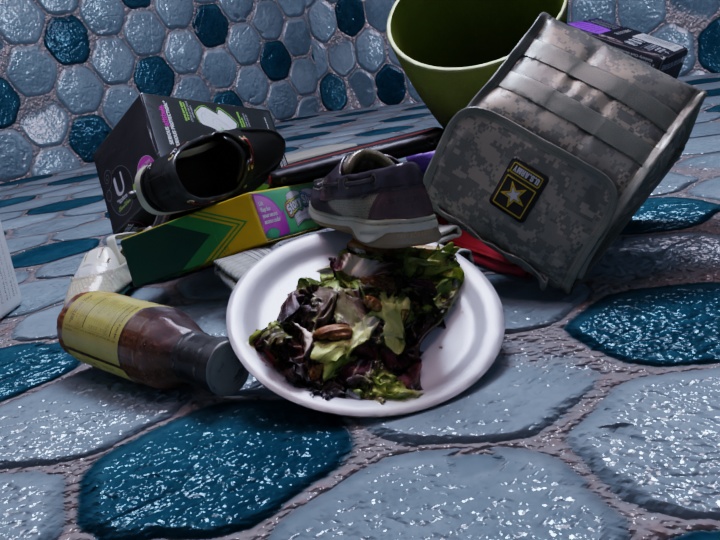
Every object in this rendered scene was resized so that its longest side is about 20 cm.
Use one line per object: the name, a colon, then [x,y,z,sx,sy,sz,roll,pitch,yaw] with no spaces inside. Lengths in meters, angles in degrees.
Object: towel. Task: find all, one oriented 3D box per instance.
towel: [-0.023,-0.013,0.732,0.192,0.035,0.200,-15,16,-21]

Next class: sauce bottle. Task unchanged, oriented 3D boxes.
sauce bottle: [-0.162,0.058,0.630,0.200,0.066,0.066,11,24,41]

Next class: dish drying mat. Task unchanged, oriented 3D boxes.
dish drying mat: [0.134,-0.042,0.833,0.077,0.018,0.200,-52,24,-6]

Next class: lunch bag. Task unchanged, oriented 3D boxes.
lunch bag: [0.168,-0.096,0.708,0.164,0.118,0.200,35,78,20]

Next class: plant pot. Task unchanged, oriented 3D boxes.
plant pot: [0.144,-0.212,0.905,0.187,0.200,0.187,-10,52,13]

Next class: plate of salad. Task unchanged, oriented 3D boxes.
plate of salad: [0.004,0.021,0.580,0.200,0.048,0.200,2,39,-1]

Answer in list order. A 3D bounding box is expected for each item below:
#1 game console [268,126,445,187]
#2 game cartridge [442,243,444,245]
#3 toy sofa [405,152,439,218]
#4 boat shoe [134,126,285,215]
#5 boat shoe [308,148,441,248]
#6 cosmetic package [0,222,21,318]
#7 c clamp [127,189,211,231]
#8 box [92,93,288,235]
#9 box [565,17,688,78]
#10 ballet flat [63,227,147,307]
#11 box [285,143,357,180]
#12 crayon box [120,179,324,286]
game console: [0.002,-0.127,0.927,0.200,0.031,0.177,-14,11,5]
game cartridge: [0.000,0.000,0.803,0.133,0.042,0.200,5,20,30]
toy sofa: [0.155,-0.110,1.001,0.200,0.098,0.083,-8,14,1]
boat shoe: [-0.138,-0.108,0.839,0.063,0.074,0.201,-14,11,37]
boat shoe: [0.007,-0.061,0.624,0.072,0.065,0.200,-3,12,-15]
cosmetic package: [-0.485,-0.004,0.849,0.165,0.165,0.200,-10,14,0]
c clamp: [-0.203,-0.080,0.928,0.171,0.027,0.200,-33,-9,-30]
box: [-0.216,-0.129,1.058,0.200,0.124,0.148,-2,-25,-45]
box: [0.242,-0.147,0.847,0.106,0.200,0.122,28,31,22]
ballet flat: [-0.289,-0.005,0.936,0.067,0.062,0.200,-14,13,13]
box: [-0.096,-0.130,1.235,0.200,0.095,0.078,-18,17,-36]
crayon box: [-0.133,-0.046,0.905,0.172,0.058,0.200,-15,4,25]
